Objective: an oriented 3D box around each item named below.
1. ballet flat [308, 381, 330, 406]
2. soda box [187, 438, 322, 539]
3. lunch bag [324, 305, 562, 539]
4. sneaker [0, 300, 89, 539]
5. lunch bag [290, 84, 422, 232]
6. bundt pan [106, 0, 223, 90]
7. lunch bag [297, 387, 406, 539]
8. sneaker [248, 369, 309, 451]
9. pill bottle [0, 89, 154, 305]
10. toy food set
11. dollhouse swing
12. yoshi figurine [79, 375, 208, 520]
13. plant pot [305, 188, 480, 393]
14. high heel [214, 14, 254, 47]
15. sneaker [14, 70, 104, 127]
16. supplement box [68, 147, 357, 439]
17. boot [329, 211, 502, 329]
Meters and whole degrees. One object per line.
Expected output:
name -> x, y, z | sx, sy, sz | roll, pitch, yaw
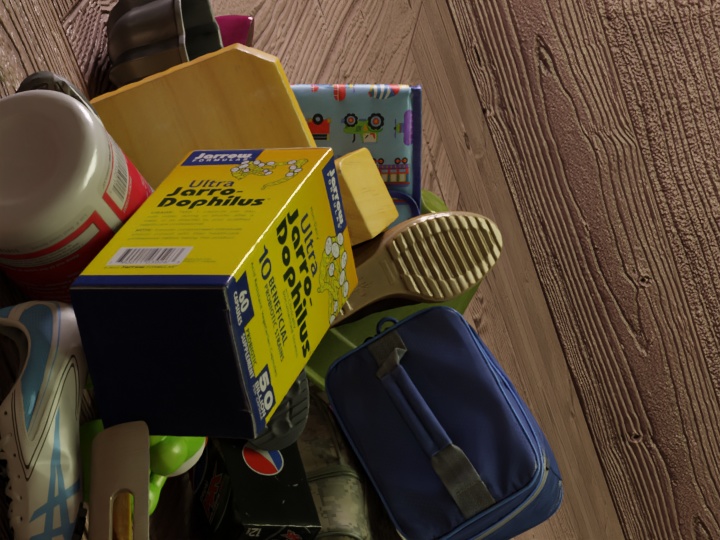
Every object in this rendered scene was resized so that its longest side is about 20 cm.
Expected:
ballet flat -> -0.049, 0.136, 1.905 | 0.067, 0.070, 0.200 | 59, 20, -49
soda box -> -0.094, 0.133, 1.591 | 0.063, 0.071, 0.200 | -60, -143, 39
lunch bag -> 0.064, 0.125, 1.658 | 0.200, 0.136, 0.132 | 59, 2, 21
sneaker -> -0.205, 0.117, 1.297 | 0.072, 0.072, 0.200 | 132, -41, -72
lunch bag -> -0.025, -0.061, 1.796 | 0.094, 0.150, 0.200 | -127, -144, -84
bundt pan -> -0.158, -0.149, 1.729 | 0.202, 0.076, 0.202 | -12, 90, -83
lunch bag -> -0.039, 0.202, 1.706 | 0.200, 0.139, 0.168 | 60, 21, -49
sneaker -> -0.095, 0.037, 1.554 | 0.082, 0.070, 0.200 | -156, -134, -73
pill bottle -> -0.188, -0.025, 1.398 | 0.200, 0.112, 0.112 | 56, 22, -56
toy food set -> -0.141, 0.206, 1.315 | 0.200, 0.060, 0.144 | 98, -9, -54
dollhouse swing -> -0.104, -0.080, 1.635 | 0.182, 0.200, 0.176 | -43, 112, -76
yoshi figurine -> -0.161, 0.116, 1.457 | 0.200, 0.112, 0.112 | -125, -120, -86
plant pot -> 0.023, 0.018, 1.896 | 0.200, 0.190, 0.200 | 38, 5, -4
high heel -> -0.113, -0.129, 1.880 | 0.067, 0.096, 0.200 | -74, 146, -67
sneaker -> -0.205, -0.067, 1.497 | 0.079, 0.074, 0.200 | -106, 178, -46
supplement box -> -0.089, 0.010, 1.345 | 0.200, 0.109, 0.109 | -57, 142, -56
boot -> 0.000, 0.000, 1.699 | 0.166, 0.200, 0.072 | 4, -67, 67
